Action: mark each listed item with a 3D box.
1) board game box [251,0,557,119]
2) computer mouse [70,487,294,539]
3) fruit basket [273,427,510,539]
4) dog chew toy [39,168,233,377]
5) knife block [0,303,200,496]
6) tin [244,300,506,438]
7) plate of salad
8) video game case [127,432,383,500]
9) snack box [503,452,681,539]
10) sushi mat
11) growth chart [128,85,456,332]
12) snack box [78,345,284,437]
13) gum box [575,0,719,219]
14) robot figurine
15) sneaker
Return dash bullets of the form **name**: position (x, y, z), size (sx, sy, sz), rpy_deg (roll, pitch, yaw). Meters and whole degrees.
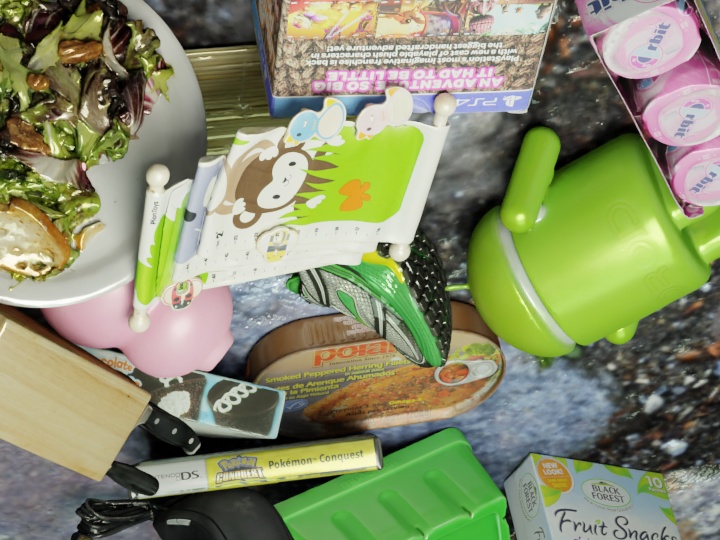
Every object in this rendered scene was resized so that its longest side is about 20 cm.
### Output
- **board game box**: position (0.028, -0.191, 1.032), size (0.157, 0.098, 0.201), rpy_deg (-2, 140, -12)
- **computer mouse**: position (-0.141, 0.186, 1.386), size (0.139, 0.200, 0.047), rpy_deg (-10, 99, -24)
- **fruit basket**: position (0.005, 0.224, 1.500), size (0.213, 0.216, 0.157), rpy_deg (-9, 113, -3)
- **dog chew toy**: position (-0.162, -0.011, 1.134), size (0.200, 0.125, 0.125), rpy_deg (40, 125, -5)
- **knife block**: position (-0.171, 0.085, 1.117), size (0.175, 0.200, 0.064), rpy_deg (32, 86, -12)
- **tin**: position (0.010, 0.074, 1.392), size (0.198, 0.042, 0.112), rpy_deg (-7, 144, -5)
- **plate of salad**: position (-0.182, -0.080, 1.048), size (0.198, 0.203, 0.048), rpy_deg (2, 175, -17)
- **video game case**: position (-0.076, 0.143, 1.370), size (0.178, 0.026, 0.200), rpy_deg (-7, 176, -2)
- **snack box**: position (0.208, 0.256, 1.531), size (0.141, 0.201, 0.053), rpy_deg (12, 136, -27)
- **sushi mat**: position (-0.072, -0.108, 1.172), size (0.197, 0.012, 0.096), rpy_deg (-5, 142, -8)
- **growth chart**: position (-0.041, -0.039, 1.070), size (0.198, 0.018, 0.146), rpy_deg (-14, 139, -19)
- **snack box**: position (-0.167, 0.082, 1.295), size (0.198, 0.038, 0.116), rpy_deg (15, 169, -26)
- **gum box**: position (0.187, -0.133, 1.130), size (0.066, 0.114, 0.200), rpy_deg (-23, 140, 14)
- **robot figurine**: position (0.159, -0.016, 1.260), size (0.199, 0.117, 0.175), rpy_deg (-29, 137, 20)
- **sneaker**: position (0.000, 0.000, 1.280), size (0.085, 0.079, 0.200), rpy_deg (-22, 129, 25)
